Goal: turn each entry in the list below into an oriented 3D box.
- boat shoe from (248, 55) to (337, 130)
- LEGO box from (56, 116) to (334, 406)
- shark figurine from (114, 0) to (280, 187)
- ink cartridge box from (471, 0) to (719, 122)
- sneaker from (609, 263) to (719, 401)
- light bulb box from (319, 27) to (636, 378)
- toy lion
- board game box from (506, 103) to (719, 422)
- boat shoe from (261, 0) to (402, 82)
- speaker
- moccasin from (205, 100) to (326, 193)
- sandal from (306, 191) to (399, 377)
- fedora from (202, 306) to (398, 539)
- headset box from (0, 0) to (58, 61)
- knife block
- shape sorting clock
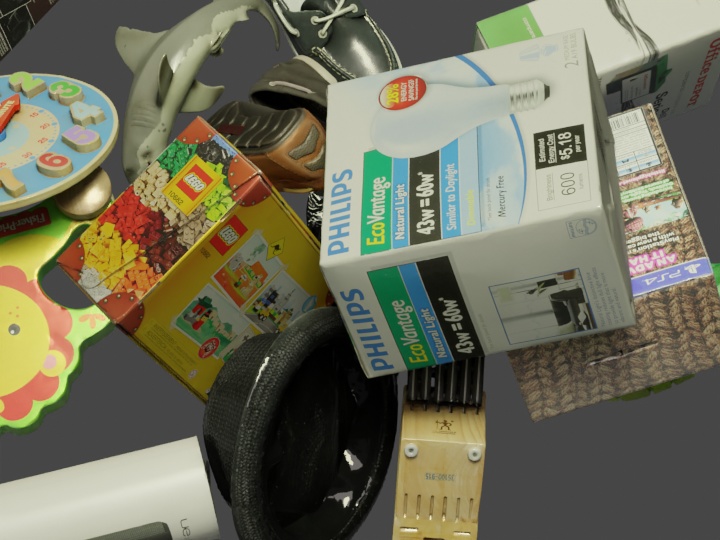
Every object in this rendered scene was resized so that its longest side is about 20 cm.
[{"bbox_3d":[-0.008,-0.106,1.586,0.200,0.067,0.057,36,50,29],"label":"boat shoe"},{"bbox_3d":[-0.111,0.002,1.457,0.149,0.200,0.077,-46,60,-5],"label":"LEGO box"},{"bbox_3d":[-0.149,-0.185,1.596,0.089,0.128,0.215,26,62,19],"label":"shark figurine"},{"bbox_3d":[0.192,-0.166,1.586,0.199,0.146,0.085,-21,69,-9],"label":"ink cartridge box"},{"bbox_3d":[0.242,0.041,1.542,0.199,0.074,0.084,-21,61,-15],"label":"sneaker"},{"bbox_3d":[0.082,-0.049,1.405,0.199,0.125,0.199,-12,43,12],"label":"light bulb box"},{"bbox_3d":[-0.270,0.031,1.544,0.199,0.069,0.192,-16,75,-8],"label":"toy lion"},{"bbox_3d":[0.176,-0.009,1.488,0.159,0.097,0.200,-17,43,7],"label":"board game box"},{"bbox_3d":[-0.037,-0.221,1.652,0.076,0.060,0.200,-40,72,-14],"label":"boat shoe"},{"bbox_3d":[-0.206,0.184,1.463,0.199,0.081,0.082,-13,67,-7],"label":"speaker"},{"bbox_3d":[-0.075,-0.091,1.542,0.078,0.201,0.074,48,67,-25],"label":"moccasin"},{"bbox_3d":[0.001,0.000,1.563,0.075,0.048,0.201,-6,65,-5],"label":"sandal"},{"bbox_3d":[-0.057,0.120,1.466,0.091,0.201,0.201,14,63,39],"label":"fedora"},{"bbox_3d":[-0.312,-0.283,1.656,0.149,0.077,0.200,30,68,23],"label":"headset box"},{"bbox_3d":[0.061,0.135,1.507,0.064,0.176,0.201,4,111,2],"label":"knife block"},{"bbox_3d":[-0.291,-0.105,1.562,0.199,0.039,0.200,-8,33,5],"label":"shape sorting clock"}]
